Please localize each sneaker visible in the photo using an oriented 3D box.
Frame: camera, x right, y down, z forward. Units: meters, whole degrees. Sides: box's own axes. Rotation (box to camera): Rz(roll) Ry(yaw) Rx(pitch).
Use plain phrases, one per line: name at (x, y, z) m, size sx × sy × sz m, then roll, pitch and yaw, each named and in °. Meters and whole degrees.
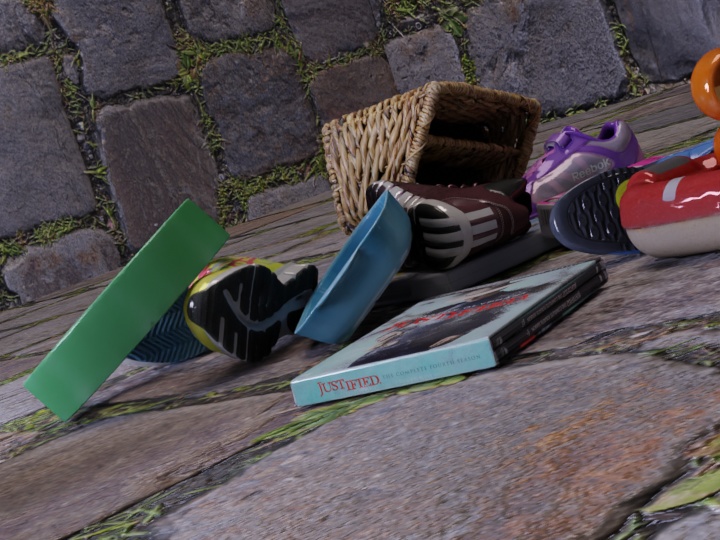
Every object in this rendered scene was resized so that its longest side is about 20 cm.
sneaker at (0.194, -0.093, 1.522) m, size 0.200 × 0.089 × 0.080 m, roll -20°, pitch 7°, yaw -15°
sneaker at (-0.166, 0.047, 1.425) m, size 0.200 × 0.077 × 0.081 m, roll -15°, pitch -6°, yaw -43°
sneaker at (0.230, -0.052, 1.192) m, size 0.200 × 0.066 × 0.078 m, roll -19°, pitch -6°, yaw -17°
sneaker at (-0.106, 0.027, 1.263) m, size 0.090 × 0.078 × 0.200 m, roll 10°, pitch 4°, yaw 18°
sneaker at (0.085, -0.046, 1.340) m, size 0.115 × 0.076 × 0.200 m, roll -15°, pitch 15°, yaw -17°

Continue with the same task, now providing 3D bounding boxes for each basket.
basket at (0.083, -0.092, 1.524) m, size 0.149 × 0.143 × 0.200 m, roll -18°, pitch -13°, yaw 35°

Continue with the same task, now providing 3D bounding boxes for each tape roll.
tape roll at (-0.188, 0.031, 1.250) m, size 0.200 × 0.048 × 0.200 m, roll -47°, pitch 6°, yaw 6°

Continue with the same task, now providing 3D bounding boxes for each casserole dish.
casserole dish at (0.000, 0.000, 1.233) m, size 0.121 × 0.039 × 0.200 m, roll -55°, pitch 3°, yaw 10°

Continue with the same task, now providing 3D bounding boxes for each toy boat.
toy boat at (0.264, -0.089, 1.056) m, size 0.130 × 0.131 × 0.200 m, roll -23°, pitch 7°, yaw -39°

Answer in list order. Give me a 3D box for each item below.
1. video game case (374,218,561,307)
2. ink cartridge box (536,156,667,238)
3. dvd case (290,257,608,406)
video game case at (0.083, -0.008, 1.382) m, size 0.200 × 0.022 × 0.182 m, roll -22°, pitch 7°, yaw -40°
ink cartridge box at (0.255, -0.070, 1.342) m, size 0.200 × 0.037 × 0.095 m, roll -20°, pitch 14°, yaw -35°
dvd case at (0.063, 0.038, 1.012) m, size 0.146 × 0.022 × 0.200 m, roll -14°, pitch 6°, yaw 32°
